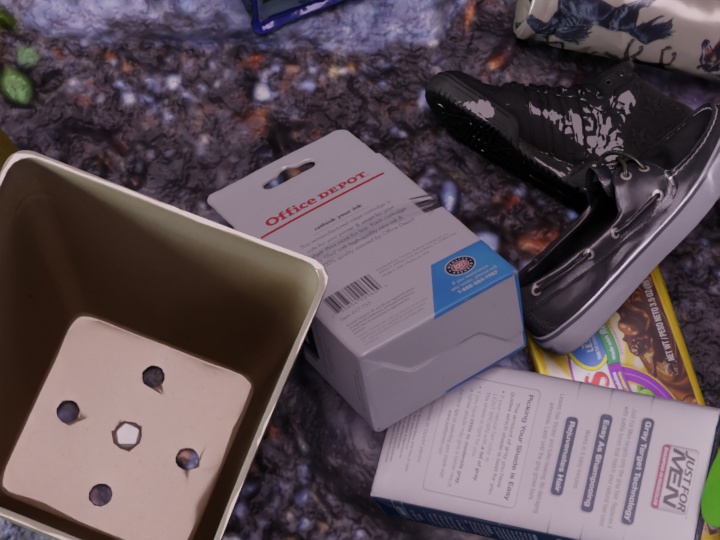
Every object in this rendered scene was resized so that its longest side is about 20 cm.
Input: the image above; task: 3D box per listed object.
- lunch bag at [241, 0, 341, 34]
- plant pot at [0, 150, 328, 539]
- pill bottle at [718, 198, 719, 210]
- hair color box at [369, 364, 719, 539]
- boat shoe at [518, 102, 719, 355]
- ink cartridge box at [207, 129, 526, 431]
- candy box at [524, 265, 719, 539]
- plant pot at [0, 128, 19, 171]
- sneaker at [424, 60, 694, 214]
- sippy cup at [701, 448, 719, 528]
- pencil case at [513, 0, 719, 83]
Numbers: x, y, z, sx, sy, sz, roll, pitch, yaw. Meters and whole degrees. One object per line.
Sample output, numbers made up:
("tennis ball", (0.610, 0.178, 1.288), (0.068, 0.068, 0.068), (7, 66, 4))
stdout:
("lunch bag", (-0.017, -0.284, 1.279), (0.200, 0.127, 0.170), (-24, 73, -1))
("plant pot", (-0.146, 0.079, 1.118), (0.199, 0.177, 0.200), (21, 71, 5))
("pill bottle", (0.346, -0.050, 1.221), (0.199, 0.116, 0.116), (-13, 72, -7))
("hair color box", (0.116, 0.120, 1.157), (0.199, 0.061, 0.100), (10, 73, 15))
("boat shoe", (0.166, -0.040, 1.192), (0.066, 0.070, 0.200), (43, 88, -20))
("ink cartridge box", (0.000, 0.000, 1.181), (0.116, 0.068, 0.200), (-28, 43, -18))
("candy box", (0.172, 0.093, 1.210), (0.102, 0.026, 0.201), (-15, 72, -4))
("plant pot", (-0.353, -0.078, 1.163), (0.200, 0.176, 0.200), (34, 72, 9))
("sneaker", (0.150, -0.103, 1.261), (0.200, 0.060, 0.104), (33, 76, 2))
("sippy cup", (0.283, 0.168, 1.129), (0.177, 0.140, 0.131), (17, 71, 3))
("pencil case", (0.202, -0.179, 1.278), (0.199, 0.078, 0.090), (13, 31, 3))
